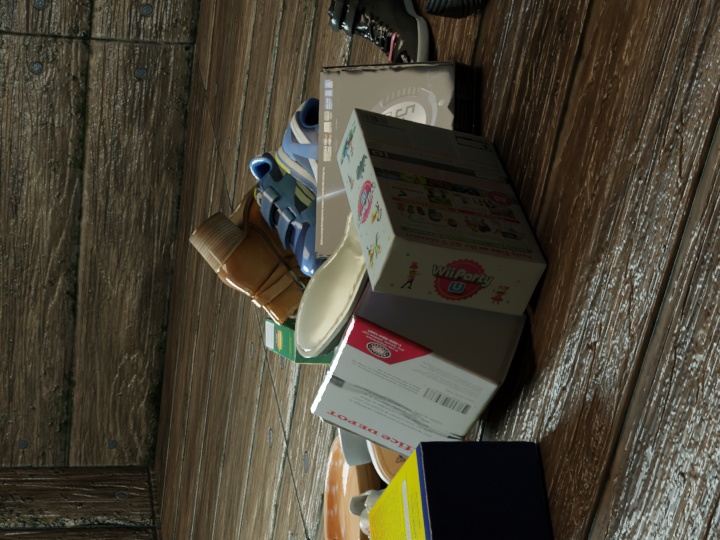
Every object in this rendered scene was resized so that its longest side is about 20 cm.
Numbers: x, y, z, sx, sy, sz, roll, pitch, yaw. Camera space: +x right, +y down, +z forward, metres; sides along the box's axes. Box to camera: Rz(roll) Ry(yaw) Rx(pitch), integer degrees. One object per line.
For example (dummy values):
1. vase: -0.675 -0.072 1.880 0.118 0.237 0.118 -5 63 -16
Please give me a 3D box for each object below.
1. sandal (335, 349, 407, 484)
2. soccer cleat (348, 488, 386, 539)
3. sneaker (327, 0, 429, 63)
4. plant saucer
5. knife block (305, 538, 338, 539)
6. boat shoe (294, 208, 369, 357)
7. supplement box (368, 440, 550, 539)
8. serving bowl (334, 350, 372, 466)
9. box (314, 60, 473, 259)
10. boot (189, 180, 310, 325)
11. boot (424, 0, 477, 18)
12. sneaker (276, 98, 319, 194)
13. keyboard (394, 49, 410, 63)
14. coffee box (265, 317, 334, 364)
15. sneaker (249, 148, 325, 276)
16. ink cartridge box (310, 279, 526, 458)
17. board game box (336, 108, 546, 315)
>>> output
1. sandal: 0.032 0.119 1.542 0.059 0.079 0.207 125 131 -67
2. soccer cleat: 0.042 0.273 1.581 0.200 0.077 0.069 -168 79 -76
3. sneaker: 0.016 -0.273 1.694 0.200 0.099 0.071 -107 25 -49
4. plant saucer: -0.008 0.305 1.870 0.200 0.037 0.201 -178 90 -77
5. knife block: -0.014 0.383 1.598 0.064 0.175 0.200 104 161 -44
6. boat shoe: 0.002 0.001 1.474 0.072 0.060 0.202 41 109 44
7. supplement box: 0.085 0.239 1.347 0.200 0.109 0.110 115 153 -60
8. serving bowl: 0.016 0.117 1.672 0.200 0.066 0.201 -3 -90 -83
9. box: 0.034 -0.109 1.520 0.044 0.160 0.201 0 -88 -59
10. boot: -0.098 -0.027 1.813 0.077 0.155 0.200 -49 -5 34
11. boot: 0.103 -0.337 1.426 0.200 0.070 0.132 145 131 -68
12. sneaker: -0.018 -0.121 1.633 0.200 0.074 0.082 36 116 38
13. keyboard: 0.073 -0.129 1.580 0.104 0.040 0.200 140 118 -77
14. coffee box: -0.045 0.088 1.864 0.200 0.123 0.044 -171 84 -75
15. sneaker: -0.082 -0.068 1.758 0.200 0.082 0.074 -105 22 -43
16. ink cartridge box: 0.050 0.089 1.393 0.200 0.145 0.083 114 180 -57
17. board game box: 0.068 -0.055 1.351 0.200 0.147 0.064 -106 32 -51
